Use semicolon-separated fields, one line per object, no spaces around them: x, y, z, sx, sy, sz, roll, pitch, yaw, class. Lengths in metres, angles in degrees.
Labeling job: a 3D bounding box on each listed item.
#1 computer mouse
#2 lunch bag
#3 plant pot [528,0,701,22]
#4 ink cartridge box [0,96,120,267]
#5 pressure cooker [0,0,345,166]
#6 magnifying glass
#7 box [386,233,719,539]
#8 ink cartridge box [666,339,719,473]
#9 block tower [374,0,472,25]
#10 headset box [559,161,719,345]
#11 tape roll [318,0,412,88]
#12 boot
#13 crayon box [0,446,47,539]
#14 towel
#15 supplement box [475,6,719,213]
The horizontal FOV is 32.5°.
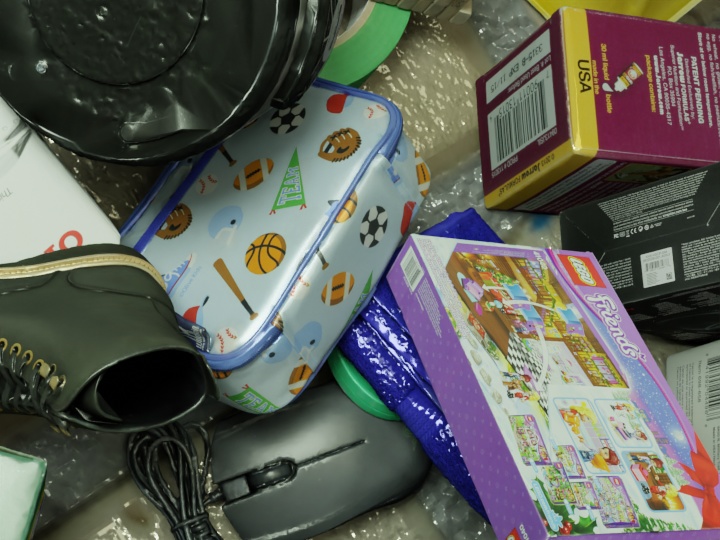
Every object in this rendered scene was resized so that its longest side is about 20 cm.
-0.029;0.123;0.752;0.198;0.053;0.140;-22;84;-25;computer mouse
-0.065;-0.022;0.720;0.201;0.159;0.076;-54;142;-16;lunch bag
0.201;-0.306;0.892;0.200;0.200;0.177;43;53;-6;plant pot
-0.242;-0.049;0.631;0.146;0.084;0.201;-40;120;-8;ink cartridge box
-0.098;-0.158;0.654;0.174;0.200;0.180;-23;101;14;pressure cooker
0.000;0.000;0.787;0.079;0.022;0.202;-5;65;-29;magnifying glass
0.108;0.068;0.673;0.135;0.039;0.201;5;44;-29;box
0.288;0.113;0.800;0.083;0.200;0.147;10;73;-18;ink cartridge box
-0.011;-0.217;0.794;0.197;0.058;0.055;11;73;-20;block tower
0.252;-0.004;0.821;0.198;0.148;0.078;10;71;-41;headset box
-0.062;-0.204;0.827;0.198;0.048;0.204;6;74;-21;tape roll
-0.173;0.046;0.569;0.198;0.138;0.078;-20;116;-18;boot
-0.210;0.195;0.617;0.051;0.126;0.203;18;70;-9;crayon box
0.087;0.062;0.747;0.147;0.050;0.200;-36;81;-35;towel
0.197;-0.102;0.859;0.197;0.131;0.105;3;75;-22;supplement box
